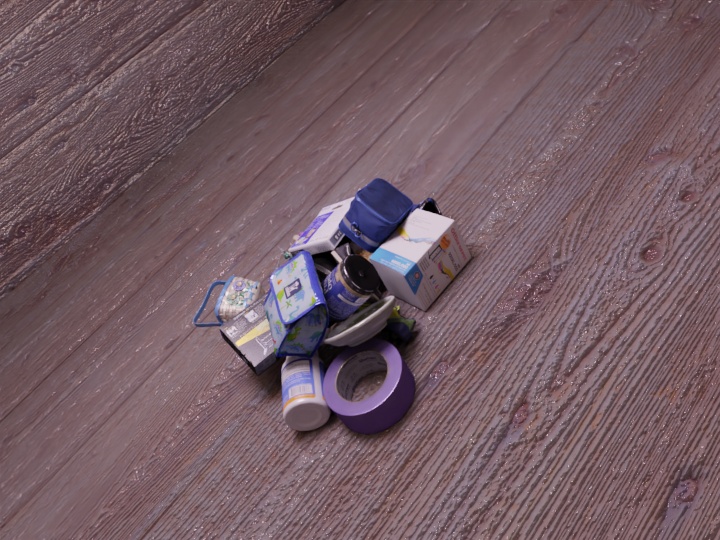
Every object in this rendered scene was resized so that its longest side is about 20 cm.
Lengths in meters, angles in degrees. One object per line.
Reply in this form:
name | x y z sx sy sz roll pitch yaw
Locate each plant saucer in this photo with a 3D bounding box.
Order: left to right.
plant saucer | 0.006 0.131 1.281 0.199 0.051 0.200 -31 3 2

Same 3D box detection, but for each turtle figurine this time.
turtle figurine | -0.211 0.002 1.661 0.099 0.150 0.202 6 52 -16

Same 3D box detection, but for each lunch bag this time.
lunch bag | -0.146 0.081 1.282 0.201 0.126 0.171 -58 40 35
lunch bag | 0.035 -0.138 1.450 0.200 0.135 0.133 -42 -12 -52

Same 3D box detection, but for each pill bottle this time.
pill bottle | -0.136 0.274 1.319 0.111 0.112 0.201 -25 38 10
pill bottle | -0.049 0.060 1.354 0.200 0.111 0.113 -45 26 38

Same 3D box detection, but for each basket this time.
basket | -0.396 0.100 1.664 0.198 0.140 0.178 -4 46 19

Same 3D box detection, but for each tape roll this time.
tape roll | 0.019 0.262 1.244 0.198 0.085 0.201 -20 39 17

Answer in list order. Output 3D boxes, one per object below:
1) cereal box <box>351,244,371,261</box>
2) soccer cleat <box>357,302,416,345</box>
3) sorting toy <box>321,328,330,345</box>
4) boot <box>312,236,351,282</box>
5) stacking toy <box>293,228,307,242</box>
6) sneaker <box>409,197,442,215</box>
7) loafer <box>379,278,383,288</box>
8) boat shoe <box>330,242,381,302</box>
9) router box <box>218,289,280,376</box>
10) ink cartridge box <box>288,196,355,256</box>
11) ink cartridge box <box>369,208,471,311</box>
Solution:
cereal box | -0.003 -0.021 1.598 0.198 0.040 0.145 -23 38 14
soccer cleat | 0.060 0.117 1.385 0.199 0.065 0.084 28 72 43
sorting toy | -0.157 0.148 1.488 0.178 0.107 0.201 1 50 26
boot | -0.075 -0.041 1.572 0.158 0.080 0.211 -42 36 -13
stacking toy | -0.121 -0.131 1.775 0.199 0.086 0.085 -38 38 -15
sneaker | 0.188 -0.165 1.557 0.080 0.116 0.199 -37 38 -7
loafer | 0.020 0.042 1.497 0.201 0.070 0.068 -45 60 10
boat shoe | 0.000 0.000 1.438 0.063 0.073 0.200 -39 60 -8
router box | -0.239 0.151 1.409 0.199 0.052 0.157 -37 61 -24
ink cartridge box | -0.094 -0.126 1.584 0.197 0.043 0.201 -10 38 50
ink cartridge box | 0.158 -0.032 1.409 0.200 0.148 0.144 -46 40 -16
